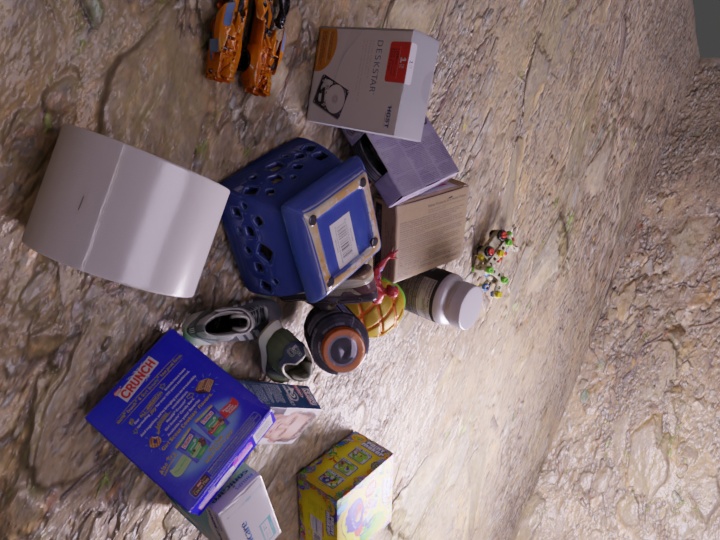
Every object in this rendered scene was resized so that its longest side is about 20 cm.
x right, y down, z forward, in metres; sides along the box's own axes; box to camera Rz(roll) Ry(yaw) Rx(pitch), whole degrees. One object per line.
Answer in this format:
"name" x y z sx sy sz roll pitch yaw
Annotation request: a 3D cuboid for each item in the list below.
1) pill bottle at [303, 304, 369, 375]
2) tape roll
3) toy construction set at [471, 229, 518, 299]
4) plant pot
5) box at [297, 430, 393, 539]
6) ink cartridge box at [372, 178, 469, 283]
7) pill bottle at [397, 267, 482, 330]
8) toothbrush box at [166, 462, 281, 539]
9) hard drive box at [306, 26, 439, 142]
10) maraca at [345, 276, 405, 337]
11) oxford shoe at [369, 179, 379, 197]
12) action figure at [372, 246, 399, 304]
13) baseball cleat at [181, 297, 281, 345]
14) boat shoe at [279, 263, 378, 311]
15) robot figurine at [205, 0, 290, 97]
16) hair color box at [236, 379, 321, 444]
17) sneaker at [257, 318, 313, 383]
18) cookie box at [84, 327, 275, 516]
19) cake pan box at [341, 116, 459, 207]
"pill bottle" -0.043 0.120 1.031 0.104 0.200 0.108 -1 96 -10
"tape roll" -0.271 -0.067 0.693 0.202 0.201 0.141 20 91 -52
"toy construction set" 0.379 -0.035 1.607 0.131 0.091 0.201 48 57 -23
"plant pot" -0.085 -0.076 0.935 0.200 0.178 0.203 -40 132 -35
"box" -0.031 0.508 1.305 0.191 0.121 0.203 -25 124 -44
"ink cartridge box" 0.121 -0.086 1.179 0.198 0.075 0.167 -18 122 -33
"pill bottle" 0.159 0.050 1.279 0.113 0.198 0.116 -24 124 -43
"toothbrush box" -0.232 0.348 0.920 0.085 0.198 0.148 -36 130 -35
"hard drive box" 0.016 -0.304 0.948 0.076 0.198 0.159 -4 108 -50
"maraca" 0.003 0.071 1.178 0.197 0.107 0.139 12 107 -29
"oxford shoe" 0.010 -0.158 1.113 0.200 0.070 0.075 -43 141 -29
"action figure" 0.000 0.000 1.060 0.099 0.198 0.066 -46 136 -30
"baseball cleat" -0.184 0.084 0.941 0.199 0.105 0.071 -15 94 -49
"boat shoe" -0.059 0.038 1.003 0.072 0.197 0.066 -46 119 -56
"robot figurine" -0.152 -0.360 0.829 0.144 0.058 0.203 2 104 -53
"hair color box" -0.171 0.256 1.044 0.100 0.061 0.199 -49 146 15
"sneaker" -0.123 0.166 1.016 0.067 0.089 0.201 -44 158 -23
"cookie box" -0.250 0.211 0.833 0.172 0.199 0.076 -49 165 -24
"cake pan box" 0.075 -0.228 1.094 0.199 0.052 0.186 -29 84 -42
